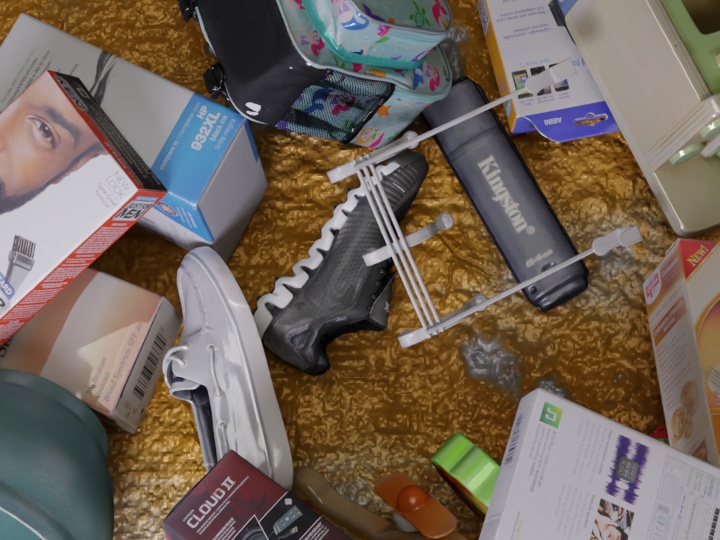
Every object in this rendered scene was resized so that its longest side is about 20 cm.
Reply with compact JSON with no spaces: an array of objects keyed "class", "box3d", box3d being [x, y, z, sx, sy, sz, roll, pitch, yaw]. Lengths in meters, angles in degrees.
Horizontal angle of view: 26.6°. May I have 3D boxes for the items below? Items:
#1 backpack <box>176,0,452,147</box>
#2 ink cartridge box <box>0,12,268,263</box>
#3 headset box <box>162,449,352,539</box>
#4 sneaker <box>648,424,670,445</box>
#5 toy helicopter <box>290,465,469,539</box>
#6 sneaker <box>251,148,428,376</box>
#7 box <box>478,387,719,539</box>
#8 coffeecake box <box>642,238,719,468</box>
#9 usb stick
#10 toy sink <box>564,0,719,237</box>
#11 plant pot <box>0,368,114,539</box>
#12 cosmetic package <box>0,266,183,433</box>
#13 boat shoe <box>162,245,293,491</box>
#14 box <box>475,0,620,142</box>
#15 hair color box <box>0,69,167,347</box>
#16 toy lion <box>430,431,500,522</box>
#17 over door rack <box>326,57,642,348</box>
[{"class":"backpack","box3d":[-0.017,-0.189,1.160,0.150,0.199,0.179,-37,61,26]},{"class":"ink cartridge box","box3d":[-0.182,-0.098,1.177,0.198,0.145,0.084,25,76,11]},{"class":"headset box","box3d":[-0.048,0.224,1.042,0.199,0.149,0.075,33,61,23]},{"class":"sneaker","box3d":[0.223,0.144,1.120,0.197,0.077,0.086,12,67,-4]},{"class":"toy helicopter","box3d":[0.019,0.193,1.094,0.199,0.133,0.079,27,46,29]},{"class":"sneaker","box3d":[0.000,0.000,1.179,0.090,0.067,0.200,39,83,11]},{"class":"box","box3d":[0.172,0.178,0.941,0.198,0.036,0.146,24,67,-7]},{"class":"coffeecake box","box3d":[0.297,0.085,1.085,0.152,0.073,0.202,3,61,-14]},{"class":"usb stick","box3d":[0.113,-0.063,1.204,0.055,0.033,0.201,-27,74,-5]},{"class":"toy sink","box3d":[0.269,-0.149,1.151,0.129,0.112,0.202,-19,77,-23]},{"class":"plant pot","box3d":[-0.259,0.159,1.097,0.198,0.202,0.135,16,48,9]},{"class":"cosmetic package","box3d":[-0.250,0.038,1.171,0.198,0.087,0.104,19,77,10]},{"class":"boat shoe","box3d":[-0.111,0.080,1.132,0.068,0.072,0.202,-12,78,-24]},{"class":"box","box3d":[0.161,-0.196,1.232,0.118,0.042,0.202,-10,75,-6]},{"class":"hair color box","box3d":[-0.249,-0.033,1.081,0.200,0.064,0.111,-41,82,10]},{"class":"toy lion","box3d":[0.128,0.190,1.048,0.069,0.200,0.192,-44,94,-7]},{"class":"over door rack","box3d":[0.092,-0.048,1.141,0.198,0.067,0.149,-24,94,-3]}]
